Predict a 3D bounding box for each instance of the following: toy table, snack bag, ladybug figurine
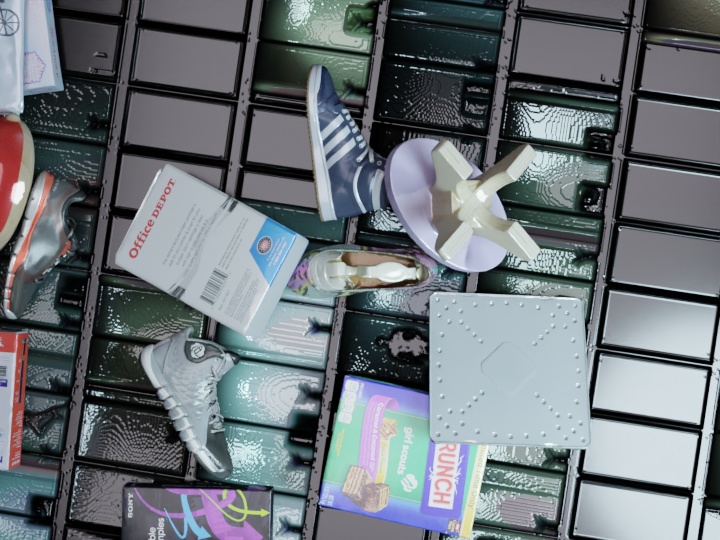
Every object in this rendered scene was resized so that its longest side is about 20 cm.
[{"bbox_3d":[0.130,-0.083,1.539,0.200,0.117,0.185,35,74,-19],"label":"toy table"},{"bbox_3d":[-0.526,-0.303,1.608,0.187,0.021,0.202,1,91,2],"label":"snack bag"},{"bbox_3d":[-0.487,-0.111,1.598,0.135,0.072,0.201,23,96,37],"label":"ladybug figurine"}]

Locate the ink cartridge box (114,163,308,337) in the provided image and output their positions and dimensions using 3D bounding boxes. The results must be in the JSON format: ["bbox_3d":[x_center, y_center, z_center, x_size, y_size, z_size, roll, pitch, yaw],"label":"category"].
[{"bbox_3d":[-0.190,-0.025,1.590,0.199,0.084,0.147,29,91,11],"label":"ink cartridge box"}]

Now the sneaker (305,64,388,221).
[{"bbox_3d":[-0.010,-0.168,1.597,0.108,0.070,0.202,-5,96,8],"label":"sneaker"}]

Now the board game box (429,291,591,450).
[{"bbox_3d":[0.185,0.127,1.563,0.198,0.026,0.201,3,64,-2],"label":"board game box"}]

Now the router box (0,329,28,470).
[{"bbox_3d":[-0.545,0.163,1.636,0.198,0.049,0.181,3,90,3],"label":"router box"}]

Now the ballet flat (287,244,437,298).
[{"bbox_3d":[0.000,0.000,1.597,0.198,0.071,0.070,-2,91,3],"label":"ballet flat"}]

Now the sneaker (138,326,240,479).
[{"bbox_3d":[-0.193,0.162,1.607,0.115,0.075,0.201,-32,87,0],"label":"sneaker"}]

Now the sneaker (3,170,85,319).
[{"bbox_3d":[-0.410,-0.024,1.619,0.081,0.077,0.201,17,101,-17],"label":"sneaker"}]

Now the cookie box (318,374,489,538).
[{"bbox_3d":[0.060,0.236,1.591,0.199,0.075,0.172,12,89,2],"label":"cookie box"}]

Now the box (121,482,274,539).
[{"bbox_3d":[-0.214,0.354,1.626,0.198,0.036,0.144,1,90,4],"label":"box"}]

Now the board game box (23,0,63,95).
[{"bbox_3d":[-0.505,-0.325,1.638,0.198,0.041,0.202,-8,90,3],"label":"board game box"}]
